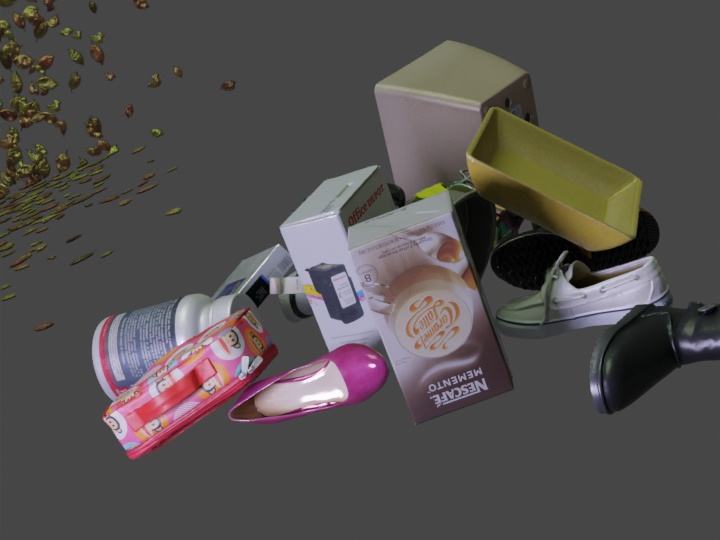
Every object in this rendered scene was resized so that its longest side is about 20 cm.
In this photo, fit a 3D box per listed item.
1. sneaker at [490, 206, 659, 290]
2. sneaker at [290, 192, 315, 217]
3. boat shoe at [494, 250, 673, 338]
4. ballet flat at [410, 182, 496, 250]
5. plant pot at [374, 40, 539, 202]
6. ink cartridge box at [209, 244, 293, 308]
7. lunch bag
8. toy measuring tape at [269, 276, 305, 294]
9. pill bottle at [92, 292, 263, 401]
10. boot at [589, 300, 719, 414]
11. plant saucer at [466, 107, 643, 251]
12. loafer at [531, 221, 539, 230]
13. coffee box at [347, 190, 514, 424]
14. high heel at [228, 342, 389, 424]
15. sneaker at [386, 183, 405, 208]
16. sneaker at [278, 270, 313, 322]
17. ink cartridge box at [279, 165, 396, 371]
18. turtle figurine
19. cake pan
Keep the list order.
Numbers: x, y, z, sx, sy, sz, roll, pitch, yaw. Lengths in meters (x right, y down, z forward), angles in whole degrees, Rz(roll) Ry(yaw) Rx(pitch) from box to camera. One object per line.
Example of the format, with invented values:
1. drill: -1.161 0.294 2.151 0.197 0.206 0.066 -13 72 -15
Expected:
1. sneaker: 0.252 -0.031 1.572 0.198 0.071 0.090 -15 13 9
2. sneaker: -0.036 -0.070 1.754 0.073 0.082 0.200 -10 15 22
3. boat shoe: 0.227 0.016 1.420 0.200 0.087 0.075 -9 21 35
4. ballet flat: 0.128 -0.075 1.643 0.067 0.067 0.200 -34 23 -12
5. plant pot: 0.166 -0.225 2.057 0.176 0.202 0.199 11 36 42
6. ink cartridge box: -0.158 0.021 1.858 0.100 0.039 0.200 -52 12 -16
7. lunch bag: -0.197 0.129 1.530 0.199 0.082 0.176 -34 3 11
8. toy measuring tape: -0.016 0.016 1.686 0.197 0.075 0.074 -1 16 -6
9. pill bottle: -0.228 0.095 1.688 0.198 0.121 0.120 -15 19 22
10. boot: 0.322 0.071 1.198 0.198 0.066 0.165 -4 26 35
11. plant saucer: 0.211 -0.095 1.478 0.198 0.049 0.200 26 26 3
12. loafer: 0.263 -0.096 1.743 0.062 0.073 0.200 -11 17 19
13. coffee box: 0.073 0.038 1.352 0.113 0.202 0.080 -20 18 7
14. high heel: -0.058 0.130 1.449 0.199 0.068 0.095 -11 10 47
15. sneaker: 0.055 -0.047 1.665 0.076 0.198 0.114 -62 0 32
16. sneaker: -0.028 -0.003 1.815 0.114 0.076 0.200 -12 25 27
17. ink cartridge box: 0.000 0.000 1.551 0.082 0.202 0.146 -12 20 28
18. turtle figurine: 0.170 -0.077 1.745 0.200 0.101 0.149 -52 16 -30
19. cake pan: 0.084 -0.002 1.479 0.036 0.202 0.200 27 43 25
